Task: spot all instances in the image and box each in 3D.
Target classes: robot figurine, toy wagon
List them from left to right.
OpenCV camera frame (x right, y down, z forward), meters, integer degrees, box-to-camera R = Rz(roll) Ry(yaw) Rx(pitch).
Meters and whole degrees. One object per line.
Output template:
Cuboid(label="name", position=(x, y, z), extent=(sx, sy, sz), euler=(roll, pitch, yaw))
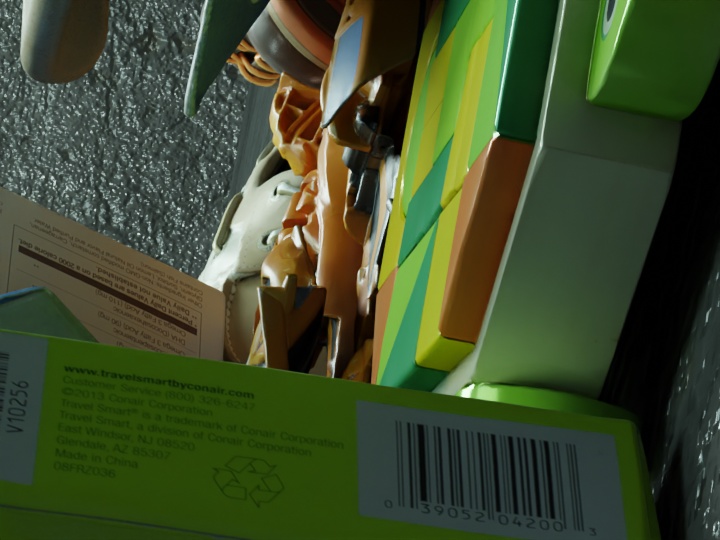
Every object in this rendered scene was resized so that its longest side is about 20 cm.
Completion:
Cuboid(label="robot figurine", position=(0.000, 0.000, 0.755), extent=(0.200, 0.058, 0.145), euler=(-83, 7, -45))
Cuboid(label="toy wagon", position=(0.038, -0.039, 0.513), extent=(0.200, 0.039, 0.156), euler=(121, 159, -77))

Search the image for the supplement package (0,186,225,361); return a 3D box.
Cuboid(label="supplement package", position=(-0.138, 0.090, 0.776), extent=(0.152, 0.150, 0.200), euler=(-48, 27, 34))

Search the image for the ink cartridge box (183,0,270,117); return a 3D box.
Cuboid(label="ink cartridge box", position=(0.031, -0.152, 0.593), extent=(0.196, 0.043, 0.200), euler=(-60, -14, -50))

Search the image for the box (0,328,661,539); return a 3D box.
Cuboid(label="box", position=(-0.031, 0.106, 0.499), extent=(0.048, 0.122, 0.200), euler=(-92, 13, -53))

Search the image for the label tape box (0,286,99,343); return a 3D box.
Cuboid(label="label tape box", position=(-0.066, 0.051, 0.625), extent=(0.063, 0.200, 0.144), euler=(-42, 2, -6))

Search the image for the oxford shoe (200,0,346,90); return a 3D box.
Cuboid(label="oxford shoe", position=(-0.015, -0.081, 0.941), extent=(0.073, 0.071, 0.200), euler=(-43, 6, 15))

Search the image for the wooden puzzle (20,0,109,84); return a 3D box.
Cuboid(label="wooden puzzle", position=(-0.054, -0.155, 0.677), extent=(0.200, 0.046, 0.186), euler=(113, 159, -77))

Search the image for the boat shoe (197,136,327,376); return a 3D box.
Cuboid(label="boat shoe", position=(-0.014, -0.003, 0.895), extent=(0.200, 0.072, 0.065), euler=(-76, -2, -67))
